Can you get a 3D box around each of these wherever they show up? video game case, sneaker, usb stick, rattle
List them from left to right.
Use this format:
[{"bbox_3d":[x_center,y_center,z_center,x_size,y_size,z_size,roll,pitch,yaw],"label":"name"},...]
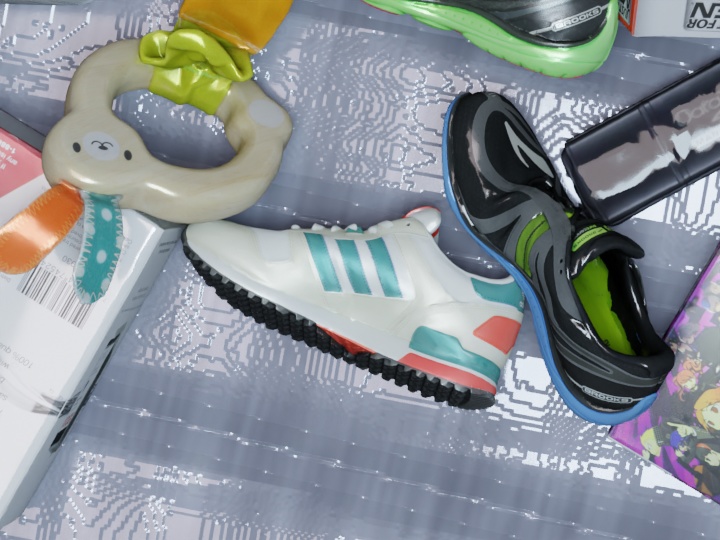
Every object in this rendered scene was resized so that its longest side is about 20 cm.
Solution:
[{"bbox_3d":[-0.105,-0.086,1.368,0.131,0.200,0.143,54,134,3],"label":"rattle"},{"bbox_3d":[0.000,0.000,1.448,0.199,0.070,0.094,24,78,7],"label":"sneaker"},{"bbox_3d":[0.052,-0.174,1.411,0.199,0.077,0.084,22,105,8],"label":"sneaker"},{"bbox_3d":[0.112,-0.015,1.401,0.200,0.071,0.083,62,142,13],"label":"sneaker"},{"bbox_3d":[0.205,-0.090,1.427,0.199,0.033,0.056,-29,86,8],"label":"usb stick"},{"bbox_3d":[0.262,0.052,1.416,0.181,0.036,0.201,31,103,4],"label":"video game case"}]

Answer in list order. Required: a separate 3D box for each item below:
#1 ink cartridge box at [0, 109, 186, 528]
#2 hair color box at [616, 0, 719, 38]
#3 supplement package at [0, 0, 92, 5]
[{"bbox_3d":[-0.212,0.024,1.458,0.146,0.083,0.201,31,96,5],"label":"ink cartridge box"},{"bbox_3d":[0.194,-0.226,1.365,0.101,0.061,0.201,1,111,-11],"label":"hair color box"},{"bbox_3d":[-0.260,-0.221,1.395,0.199,0.191,0.148,1,93,7],"label":"supplement package"}]
